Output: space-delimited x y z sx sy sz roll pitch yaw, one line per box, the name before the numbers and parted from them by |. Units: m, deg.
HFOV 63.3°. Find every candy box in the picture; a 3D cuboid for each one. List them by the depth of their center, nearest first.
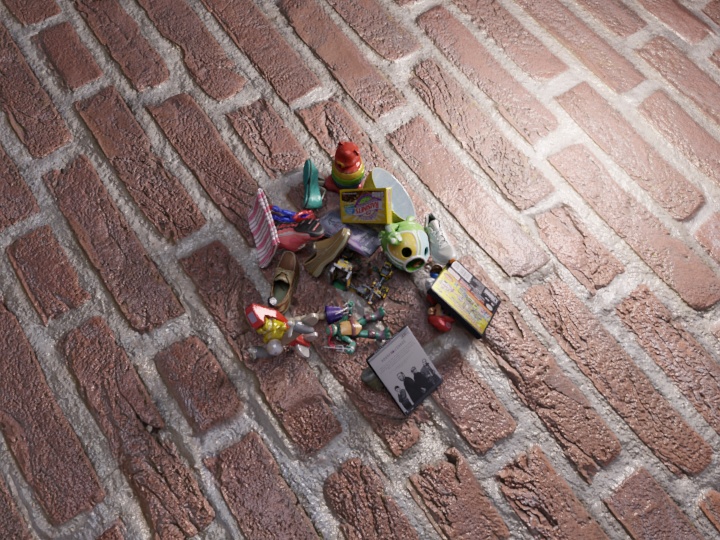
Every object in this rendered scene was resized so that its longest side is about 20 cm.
candy box | 0.014 -0.190 1.718 0.026 0.200 0.103 -13 103 -42

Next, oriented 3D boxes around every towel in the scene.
towel | -0.295 -0.126 1.740 0.030 0.146 0.201 -7 64 -29

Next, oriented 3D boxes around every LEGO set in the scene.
LEGO set | 0.000 0.000 1.715 0.200 0.116 0.154 33 69 11

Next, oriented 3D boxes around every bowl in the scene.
bowl | 0.067 -0.206 1.803 0.108 0.200 0.201 -35 66 29

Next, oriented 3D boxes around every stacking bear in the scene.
stacking bear | -0.041 -0.320 1.809 0.121 0.200 0.114 36 69 13

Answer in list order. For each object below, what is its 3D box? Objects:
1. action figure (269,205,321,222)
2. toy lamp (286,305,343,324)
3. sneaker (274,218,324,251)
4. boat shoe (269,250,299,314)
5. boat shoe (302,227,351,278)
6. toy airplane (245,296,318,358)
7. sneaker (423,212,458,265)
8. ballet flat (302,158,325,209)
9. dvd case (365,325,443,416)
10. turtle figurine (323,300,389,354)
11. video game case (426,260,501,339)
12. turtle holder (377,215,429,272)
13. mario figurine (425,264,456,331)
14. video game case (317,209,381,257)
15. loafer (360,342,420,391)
action figure | -0.218 -0.153 1.789 0.199 0.065 0.099 6 33 -1
toy lamp | -0.150 0.139 1.681 0.199 0.058 0.058 -11 67 -6
sneaker | -0.180 -0.100 1.734 0.199 0.087 0.074 2 36 34
boat shoe | -0.223 0.032 1.713 0.075 0.074 0.201 7 66 0
boat shoe | -0.105 -0.059 1.694 0.076 0.200 0.072 35 32 -11
toy airplane | -0.213 0.182 1.580 0.198 0.201 0.141 6 39 4
sneaker | 0.231 -0.097 1.746 0.075 0.092 0.200 -21 40 -5
ballet flat | -0.146 -0.268 1.854 0.070 0.067 0.201 12 51 -20
dvd case | 0.124 0.274 1.598 0.150 0.025 0.200 -39 105 -17
turtle figurine | -0.023 0.162 1.654 0.199 0.101 0.150 -4 82 -22
video game case | 0.302 0.076 1.685 0.200 0.026 0.181 43 44 0
turtle holder | 0.137 -0.078 1.715 0.140 0.186 0.132 -16 59 -8
mario figurine | 0.251 0.080 1.699 0.123 0.106 0.201 -1 63 8
video game case | -0.033 -0.114 1.774 0.199 0.019 0.143 28 32 10
loafer | 0.091 0.267 1.638 0.200 0.075 0.070 -32 107 -19
